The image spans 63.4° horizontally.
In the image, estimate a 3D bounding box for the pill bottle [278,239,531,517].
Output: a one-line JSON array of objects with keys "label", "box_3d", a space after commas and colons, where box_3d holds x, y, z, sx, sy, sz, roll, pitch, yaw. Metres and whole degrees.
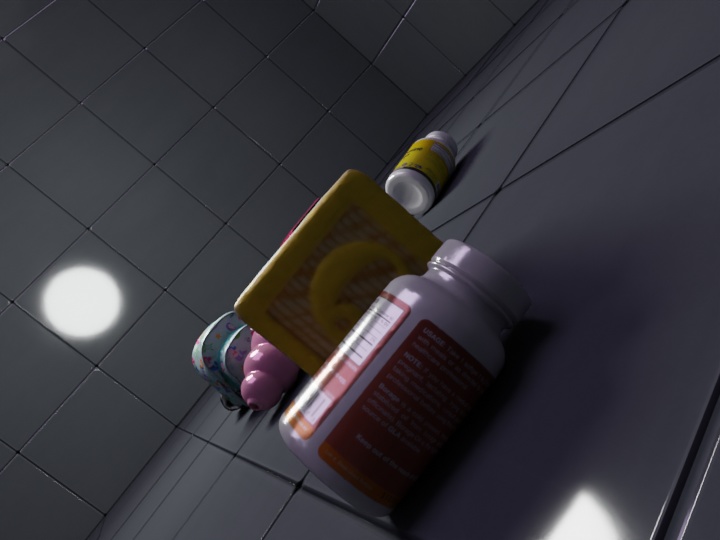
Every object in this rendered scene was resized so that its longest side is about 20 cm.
[{"label": "pill bottle", "box_3d": [0.039, 0.078, 0.457, 0.200, 0.112, 0.112, -50, 8, -5]}]

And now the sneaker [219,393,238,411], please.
[{"label": "sneaker", "box_3d": [-0.279, 0.260, 1.462, 0.202, 0.077, 0.146, -60, -2, -7]}]

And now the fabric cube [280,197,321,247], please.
[{"label": "fabric cube", "box_3d": [-0.173, -0.132, 2.354, 0.196, 0.200, 0.199, -54, 7, -26]}]

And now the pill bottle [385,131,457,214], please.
[{"label": "pill bottle", "box_3d": [0.144, -0.225, 1.305, 0.112, 0.112, 0.200, -40, 12, 51]}]

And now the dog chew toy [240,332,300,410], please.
[{"label": "dog chew toy", "box_3d": [-0.170, 0.183, 1.137, 0.125, 0.124, 0.200, -43, 18, 41]}]

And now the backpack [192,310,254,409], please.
[{"label": "backpack", "box_3d": [-0.266, 0.193, 1.306, 0.178, 0.200, 0.151, -54, 9, -32]}]

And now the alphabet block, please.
[{"label": "alphabet block", "box_3d": [-0.010, 0.027, 0.671, 0.195, 0.196, 0.200, -52, 8, -7]}]
